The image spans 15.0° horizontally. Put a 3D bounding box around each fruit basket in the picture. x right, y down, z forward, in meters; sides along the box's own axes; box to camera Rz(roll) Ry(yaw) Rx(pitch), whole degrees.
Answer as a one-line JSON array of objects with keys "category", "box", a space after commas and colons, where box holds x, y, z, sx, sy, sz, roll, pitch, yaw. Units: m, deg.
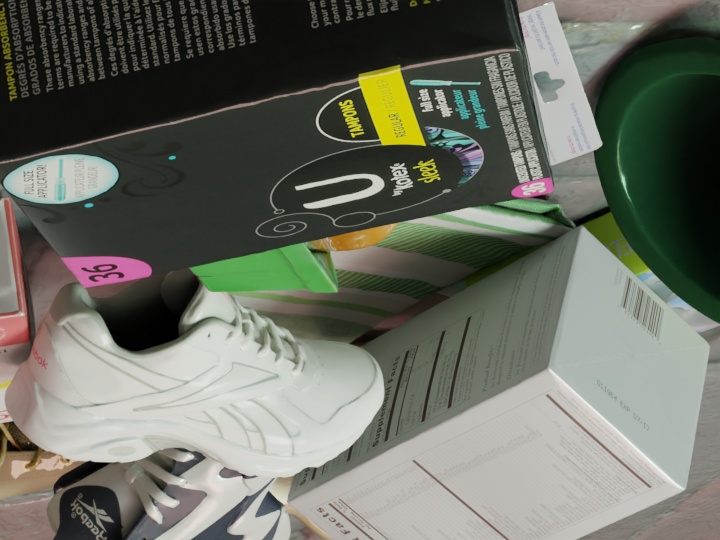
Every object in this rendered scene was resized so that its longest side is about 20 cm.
[{"category": "fruit basket", "box": [0.002, -0.063, 1.233, 0.200, 0.094, 0.185, -22, 160, 5]}]

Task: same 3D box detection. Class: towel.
[{"category": "towel", "box": [0.000, 0.000, 1.479, 0.152, 0.023, 0.200, 7, 154, -42]}]

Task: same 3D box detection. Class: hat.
[{"category": "hat", "box": [0.227, -0.076, 1.349, 0.176, 0.166, 0.200, -38, -173, -32]}]

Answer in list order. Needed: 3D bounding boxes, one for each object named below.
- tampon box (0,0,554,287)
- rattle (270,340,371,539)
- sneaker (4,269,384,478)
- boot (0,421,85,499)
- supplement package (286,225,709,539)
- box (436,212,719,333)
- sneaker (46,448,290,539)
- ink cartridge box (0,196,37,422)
[{"category": "tampon box", "box": [-0.039, -0.090, 1.053, 0.200, 0.127, 0.150, -13, 160, 6]}, {"category": "rattle", "box": [-0.043, 0.094, 1.654, 0.200, 0.143, 0.130, -5, 118, -20]}, {"category": "sneaker", "box": [-0.070, 0.044, 1.349, 0.200, 0.078, 0.100, 1, 126, -30]}, {"category": "boot", "box": [-0.193, 0.092, 1.533, 0.155, 0.073, 0.200, -12, 172, 6]}, {"category": "supplement package", "box": [0.074, 0.083, 1.487, 0.200, 0.110, 0.114, -29, 120, 37]}, {"category": "box", "box": [0.155, 0.006, 1.541, 0.200, 0.048, 0.122, -24, 155, 31]}, {"category": "sneaker", "box": [-0.114, 0.109, 1.478, 0.129, 0.080, 0.199, -28, 149, -16]}, {"category": "ink cartridge box", "box": [-0.223, 0.036, 1.391, 0.116, 0.068, 0.200, -9, 161, -5]}]
